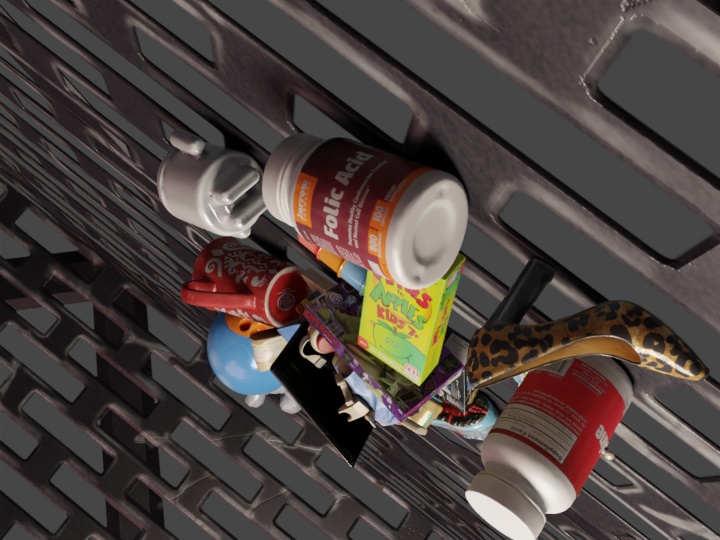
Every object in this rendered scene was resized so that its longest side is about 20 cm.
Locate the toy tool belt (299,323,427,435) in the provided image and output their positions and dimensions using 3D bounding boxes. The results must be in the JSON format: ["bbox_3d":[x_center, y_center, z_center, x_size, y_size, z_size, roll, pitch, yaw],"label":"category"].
[{"bbox_3d":[0.013,0.151,1.152,0.199,0.125,0.123,39,-170,-27],"label":"toy tool belt"}]

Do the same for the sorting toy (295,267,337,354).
[{"bbox_3d":[-0.023,0.114,1.305,0.200,0.069,0.199,57,168,-25],"label":"sorting toy"}]

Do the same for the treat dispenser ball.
[{"bbox_3d":[-0.219,0.155,1.701,0.199,0.202,0.201,34,163,12],"label":"treat dispenser ball"}]

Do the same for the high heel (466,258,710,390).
[{"bbox_3d":[0.201,0.089,0.752,0.198,0.143,0.072,29,162,28],"label":"high heel"}]

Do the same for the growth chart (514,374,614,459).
[{"bbox_3d":[0.252,0.164,1.057,0.143,0.018,0.201,24,156,38],"label":"growth chart"}]

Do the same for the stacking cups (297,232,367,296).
[{"bbox_3d":[0.000,0.000,1.094,0.199,0.061,0.061,37,163,11],"label":"stacking cups"}]

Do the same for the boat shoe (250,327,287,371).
[{"bbox_3d":[-0.098,0.128,1.415,0.073,0.197,0.071,15,110,57],"label":"boat shoe"}]

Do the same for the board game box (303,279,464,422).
[{"bbox_3d":[0.030,0.093,1.093,0.200,0.119,0.033,45,141,20],"label":"board game box"}]

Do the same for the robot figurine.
[{"bbox_3d":[-0.206,-0.115,1.129,0.198,0.113,0.172,21,141,45],"label":"robot figurine"}]

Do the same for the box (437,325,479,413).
[{"bbox_3d":[0.102,0.124,1.218,0.158,0.046,0.201,33,162,21],"label":"box"}]

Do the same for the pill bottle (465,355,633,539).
[{"bbox_3d":[0.200,0.182,0.879,0.111,0.201,0.113,33,157,16],"label":"pill bottle"}]

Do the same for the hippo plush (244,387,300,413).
[{"bbox_3d":[-0.202,0.287,2.181,0.158,0.160,0.202,21,121,-5],"label":"hippo plush"}]

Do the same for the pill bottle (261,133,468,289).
[{"bbox_3d":[-0.001,-0.067,0.822,0.198,0.115,0.115,24,159,37],"label":"pill bottle"}]

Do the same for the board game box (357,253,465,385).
[{"bbox_3d":[0.056,0.040,0.985,0.101,0.048,0.202,32,142,21],"label":"board game box"}]

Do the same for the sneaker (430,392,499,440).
[{"bbox_3d":[0.158,0.245,1.356,0.095,0.080,0.199,44,163,-27],"label":"sneaker"}]

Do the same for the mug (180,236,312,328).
[{"bbox_3d":[-0.199,0.040,1.428,0.198,0.178,0.135,16,141,42],"label":"mug"}]

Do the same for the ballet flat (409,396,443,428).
[{"bbox_3d":[0.074,0.202,1.356,0.068,0.064,0.200,28,-175,-19],"label":"ballet flat"}]

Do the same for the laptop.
[{"bbox_3d":[-0.073,0.186,1.249,0.115,0.201,0.188,-33,102,32],"label":"laptop"}]
